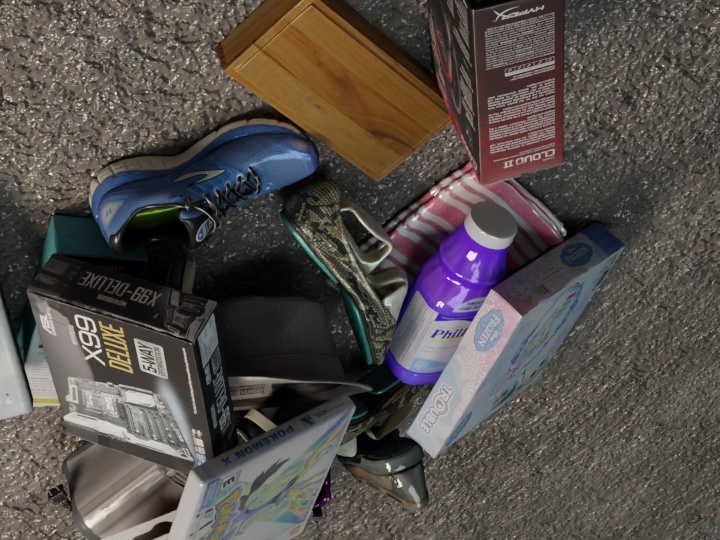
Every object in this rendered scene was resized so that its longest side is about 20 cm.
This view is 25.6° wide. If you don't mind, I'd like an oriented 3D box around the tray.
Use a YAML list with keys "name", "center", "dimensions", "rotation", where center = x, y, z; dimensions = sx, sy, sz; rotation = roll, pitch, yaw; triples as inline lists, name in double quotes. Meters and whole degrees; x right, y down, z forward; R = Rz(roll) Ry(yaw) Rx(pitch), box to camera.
- name: "tray"
  center: [-0.015, -0.156, 1.315]
  dimensions: [0.098, 0.037, 0.199]
  rotation: [-38, 136, 21]

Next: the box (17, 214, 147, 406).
- name: "box"
  center: [-0.257, 0.041, 1.425]
  dimensions: [0.081, 0.049, 0.201]
  rotation: [4, 134, -24]

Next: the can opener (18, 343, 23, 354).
- name: "can opener"
  center: [-0.350, 0.100, 1.458]
  dimensions: [0.063, 0.078, 0.201]
  rotation: [-41, 156, -36]

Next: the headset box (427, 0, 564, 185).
- name: "headset box"
  center: [0.104, -0.179, 1.250]
  dimensions: [0.074, 0.149, 0.201]
  rotation: [-14, 138, -5]

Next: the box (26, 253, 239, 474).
- name: "box"
  center: [-0.191, 0.086, 1.363]
  dimensions: [0.156, 0.050, 0.201]
  rotation: [16, 141, 16]

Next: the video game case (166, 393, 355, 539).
- name: "video game case"
  center: [-0.100, 0.213, 1.448]
  dimensions: [0.181, 0.022, 0.201]
  rotation: [-24, 148, -38]

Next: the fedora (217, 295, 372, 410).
- name: "fedora"
  center: [-0.088, 0.074, 1.462]
  dimensions: [0.176, 0.091, 0.199]
  rotation: [7, 164, -44]

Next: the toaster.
- name: "toaster"
  center: [-0.203, 0.211, 1.582]
  dimensions: [0.129, 0.114, 0.200]
  rotation: [-37, 137, 15]

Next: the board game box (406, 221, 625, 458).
- name: "board game box"
  center: [0.150, 0.065, 1.532]
  dimensions: [0.199, 0.043, 0.201]
  rotation: [-31, 155, -48]

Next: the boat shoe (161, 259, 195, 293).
- name: "boat shoe"
  center: [-0.199, 0.063, 1.455]
  dimensions: [0.062, 0.073, 0.201]
  rotation: [18, 132, -7]

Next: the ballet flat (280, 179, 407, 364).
- name: "ballet flat"
  center: [0.000, 0.000, 1.438]
  dimensions: [0.075, 0.068, 0.201]
  rotation: [-30, 123, -1]

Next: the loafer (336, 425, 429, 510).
- name: "loafer"
  center: [0.023, 0.202, 1.605]
  dimensions: [0.071, 0.200, 0.063]
  rotation: [-23, 95, -11]

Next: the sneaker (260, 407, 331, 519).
- name: "sneaker"
  center: [-0.057, 0.167, 1.606]
  dimensions: [0.074, 0.088, 0.201]
  rotation: [-17, 139, -2]

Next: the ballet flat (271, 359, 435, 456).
- name: "ballet flat"
  center: [0.003, 0.140, 1.573]
  dimensions: [0.199, 0.068, 0.076]
  rotation: [-26, 125, -28]

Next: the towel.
- name: "towel"
  center: [0.082, -0.014, 1.509]
  dimensions: [0.199, 0.030, 0.146]
  rotation: [-38, 134, 20]

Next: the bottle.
- name: "bottle"
  center: [0.087, 0.022, 1.479]
  dimensions: [0.083, 0.066, 0.201]
  rotation: [-9, 142, -33]

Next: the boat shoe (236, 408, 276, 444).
- name: "boat shoe"
  center: [-0.097, 0.208, 1.556]
  dimensions: [0.068, 0.071, 0.201]
  rotation: [-51, 154, -21]

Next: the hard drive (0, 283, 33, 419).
- name: "hard drive"
  center: [-0.369, 0.043, 1.342]
  dimensions: [0.138, 0.033, 0.202]
  rotation: [-13, 114, -6]

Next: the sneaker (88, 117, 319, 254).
- name: "sneaker"
  center: [-0.126, -0.060, 1.335]
  dimensions: [0.198, 0.090, 0.079]
  rotation: [-20, 140, 0]

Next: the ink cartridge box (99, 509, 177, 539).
- name: "ink cartridge box"
  center: [-0.185, 0.279, 1.544]
  dimensions: [0.160, 0.050, 0.201]
  rotation: [-21, 138, -11]
